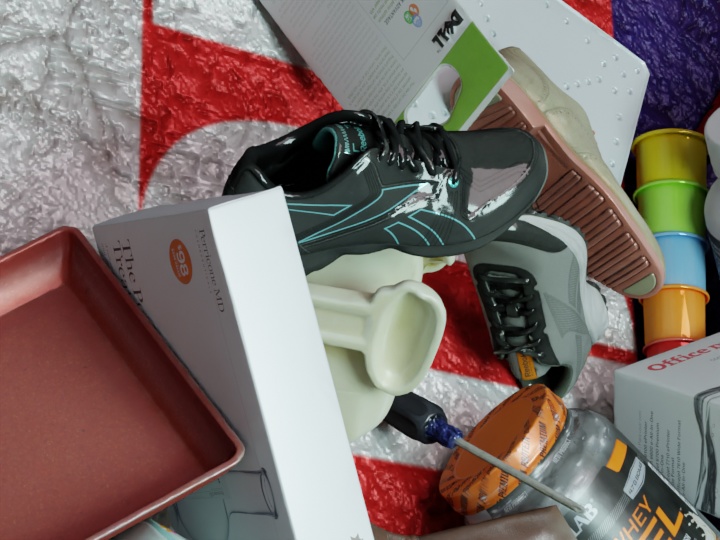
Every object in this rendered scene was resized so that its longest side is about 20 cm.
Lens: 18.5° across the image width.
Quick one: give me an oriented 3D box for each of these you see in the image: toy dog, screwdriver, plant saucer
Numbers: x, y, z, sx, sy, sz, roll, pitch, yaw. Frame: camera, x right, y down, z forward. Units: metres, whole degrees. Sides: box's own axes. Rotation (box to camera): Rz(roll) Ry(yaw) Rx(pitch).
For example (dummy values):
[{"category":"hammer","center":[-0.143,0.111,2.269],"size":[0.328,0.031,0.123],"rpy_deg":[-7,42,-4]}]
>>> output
[{"category":"toy dog","center":[0.000,0.000,1.353],"size":[0.139,0.195,0.201],"rpy_deg":[3,40,11]},{"category":"screwdriver","center":[0.068,0.107,1.342],"size":[0.028,0.200,0.029],"rpy_deg":[-42,123,-18]},{"category":"plant saucer","center":[-0.191,0.088,1.169],"size":[0.199,0.037,0.200],"rpy_deg":[-28,53,-18]}]

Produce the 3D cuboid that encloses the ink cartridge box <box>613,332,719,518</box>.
[{"category":"ink cartridge box","center":[0.283,0.107,1.442],"size":[0.145,0.199,0.084],"rpy_deg":[-16,111,-36]}]

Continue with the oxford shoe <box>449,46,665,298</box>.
[{"category":"oxford shoe","center":[0.150,-0.072,1.514],"size":[0.200,0.071,0.074],"rpy_deg":[52,47,-6]}]

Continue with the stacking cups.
[{"category":"stacking cups","center":[0.223,0.002,1.583],"size":[0.060,0.060,0.201],"rpy_deg":[14,68,-31]}]

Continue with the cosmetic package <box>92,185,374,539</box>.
[{"category":"cosmetic package","center":[-0.070,0.061,1.192],"size":[0.051,0.150,0.201],"rpy_deg":[-18,96,-32]}]

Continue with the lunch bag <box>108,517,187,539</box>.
[{"category":"lunch bag","center":[-0.079,0.222,1.199],"size":[0.077,0.160,0.200],"rpy_deg":[-45,101,-16]}]

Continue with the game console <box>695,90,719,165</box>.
[{"category":"game console","center":[0.365,-0.130,1.642],"size":[0.119,0.200,0.173],"rpy_deg":[44,51,-11]}]

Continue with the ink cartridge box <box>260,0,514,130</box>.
[{"category":"ink cartridge box","center":[0.027,-0.173,1.427],"size":[0.076,0.148,0.200],"rpy_deg":[-26,74,-40]}]

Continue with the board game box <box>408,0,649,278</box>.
[{"category":"board game box","center":[0.105,-0.119,1.563],"size":[0.199,0.026,0.201],"rpy_deg":[33,54,-20]}]

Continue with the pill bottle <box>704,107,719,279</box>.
[{"category":"pill bottle","center":[0.308,-0.022,1.559],"size":[0.120,0.119,0.201],"rpy_deg":[-45,126,-39]}]

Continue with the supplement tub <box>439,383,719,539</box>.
[{"category":"supplement tub","center":[0.151,0.174,1.406],"size":[0.200,0.122,0.123],"rpy_deg":[44,51,-12]}]

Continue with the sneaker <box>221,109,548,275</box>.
[{"category":"sneaker","center":[0.015,-0.049,1.225],"size":[0.199,0.080,0.076],"rpy_deg":[-15,51,-17]}]

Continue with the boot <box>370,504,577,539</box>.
[{"category":"boot","center":[0.042,0.150,1.301],"size":[0.199,0.064,0.188],"rpy_deg":[-5,104,-8]}]

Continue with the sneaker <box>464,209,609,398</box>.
[{"category":"sneaker","center":[0.111,0.020,1.431],"size":[0.200,0.074,0.080],"rpy_deg":[55,49,-53]}]
